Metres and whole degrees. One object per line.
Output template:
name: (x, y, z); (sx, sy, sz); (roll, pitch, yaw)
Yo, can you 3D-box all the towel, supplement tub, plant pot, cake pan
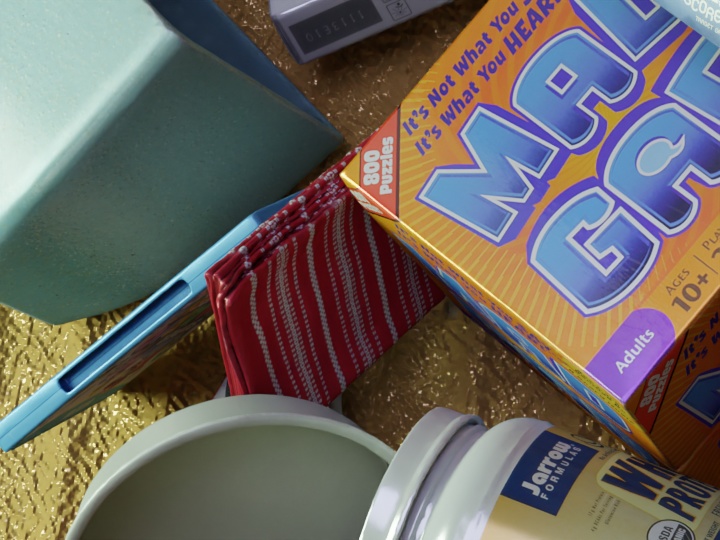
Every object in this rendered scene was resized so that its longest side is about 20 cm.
towel: (0.000, 0.000, 1.348); (0.022, 0.145, 0.200); (30, 57, 32)
supplement tub: (0.107, 0.156, 1.240); (0.199, 0.144, 0.145); (20, 77, 18)
plant pot: (-0.170, -0.085, 1.472); (0.200, 0.196, 0.196); (-49, 59, 8)
cake pan: (-0.061, 0.144, 1.333); (0.199, 0.201, 0.037); (-31, 37, 7)

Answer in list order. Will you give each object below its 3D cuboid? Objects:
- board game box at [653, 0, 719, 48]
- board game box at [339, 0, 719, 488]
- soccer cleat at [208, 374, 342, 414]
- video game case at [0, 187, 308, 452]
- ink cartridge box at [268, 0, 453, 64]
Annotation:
board game box: (0.166, -0.170, 1.226); (0.135, 0.035, 0.200); (-22, 49, -39)
board game box: (0.152, -0.031, 1.305); (0.200, 0.200, 0.200); (39, 87, 30)
soccer cleat: (-0.053, 0.094, 1.413); (0.085, 0.069, 0.201); (15, 70, 36)
video game case: (-0.098, 0.021, 1.395); (0.200, 0.143, 0.018); (-38, 87, 23)
ink cartridge box: (0.038, -0.221, 1.523); (0.199, 0.044, 0.174); (-22, 37, 13)
